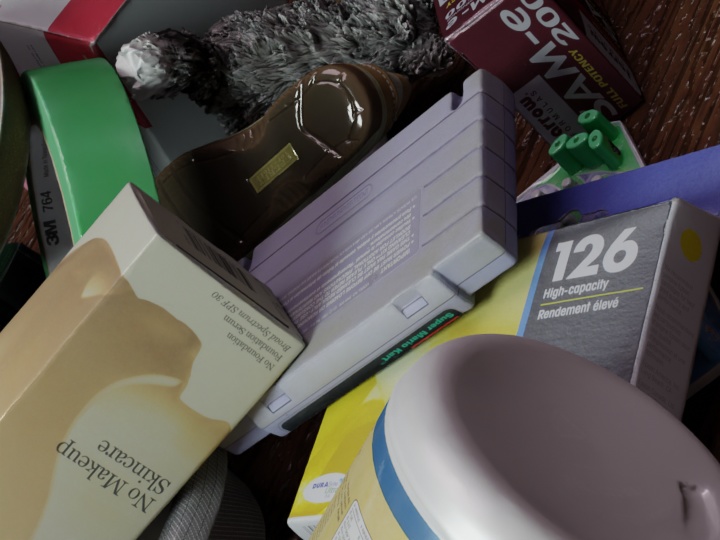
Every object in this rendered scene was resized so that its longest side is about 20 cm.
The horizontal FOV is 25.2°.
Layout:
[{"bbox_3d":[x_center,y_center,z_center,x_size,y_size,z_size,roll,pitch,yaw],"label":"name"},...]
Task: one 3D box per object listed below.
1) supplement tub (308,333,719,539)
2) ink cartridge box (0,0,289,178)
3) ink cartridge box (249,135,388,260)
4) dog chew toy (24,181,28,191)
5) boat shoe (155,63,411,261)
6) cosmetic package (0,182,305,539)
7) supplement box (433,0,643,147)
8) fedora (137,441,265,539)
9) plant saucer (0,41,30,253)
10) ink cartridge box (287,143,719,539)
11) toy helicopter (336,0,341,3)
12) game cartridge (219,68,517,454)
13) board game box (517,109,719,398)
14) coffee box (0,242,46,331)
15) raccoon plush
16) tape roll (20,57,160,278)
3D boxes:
[{"bbox_3d":[0.039,0.141,0.592,0.201,0.144,0.145,-62,25,27],"label":"supplement tub"},{"bbox_3d":[-0.168,-0.165,1.070,0.199,0.146,0.145,17,62,37],"label":"ink cartridge box"},{"bbox_3d":[-0.041,-0.036,1.032,0.159,0.047,0.201,-29,21,33],"label":"ink cartridge box"},{"bbox_3d":[-0.185,-0.138,1.239,0.200,0.125,0.124,-51,30,-15],"label":"dog chew toy"},{"bbox_3d":[-0.048,-0.055,0.940,0.199,0.072,0.076,-28,-4,34],"label":"boat shoe"},{"bbox_3d":[-0.133,0.070,0.788,0.200,0.105,0.071,-50,30,6],"label":"cosmetic package"},{"bbox_3d":[0.088,-0.166,0.921,0.061,0.109,0.201,-36,35,21],"label":"supplement box"},{"bbox_3d":[-0.123,0.168,0.863,0.176,0.090,0.201,10,65,55],"label":"fedora"},{"bbox_3d":[-0.244,-0.047,0.934,0.200,0.034,0.202,-25,57,45],"label":"plant saucer"},{"bbox_3d":[0.070,0.031,0.753,0.197,0.047,0.201,-15,49,46],"label":"ink cartridge box"},{"bbox_3d":[-0.025,-0.234,1.128,0.132,0.079,0.199,-32,50,-31],"label":"toy helicopter"},{"bbox_3d":[0.000,0.000,0.810,0.200,0.038,0.130,-36,36,32],"label":"game cartridge"},{"bbox_3d":[0.075,0.032,0.812,0.200,0.026,0.201,-40,33,18],"label":"board game box"},{"bbox_3d":[-0.249,0.031,1.141,0.199,0.123,0.044,-1,59,50],"label":"coffee box"},{"bbox_3d":[-0.031,-0.123,0.946,0.133,0.098,0.200,-20,5,28],"label":"raccoon plush"},{"bbox_3d":[-0.153,-0.019,0.932,0.048,0.202,0.200,-12,26,-18],"label":"tape roll"}]
